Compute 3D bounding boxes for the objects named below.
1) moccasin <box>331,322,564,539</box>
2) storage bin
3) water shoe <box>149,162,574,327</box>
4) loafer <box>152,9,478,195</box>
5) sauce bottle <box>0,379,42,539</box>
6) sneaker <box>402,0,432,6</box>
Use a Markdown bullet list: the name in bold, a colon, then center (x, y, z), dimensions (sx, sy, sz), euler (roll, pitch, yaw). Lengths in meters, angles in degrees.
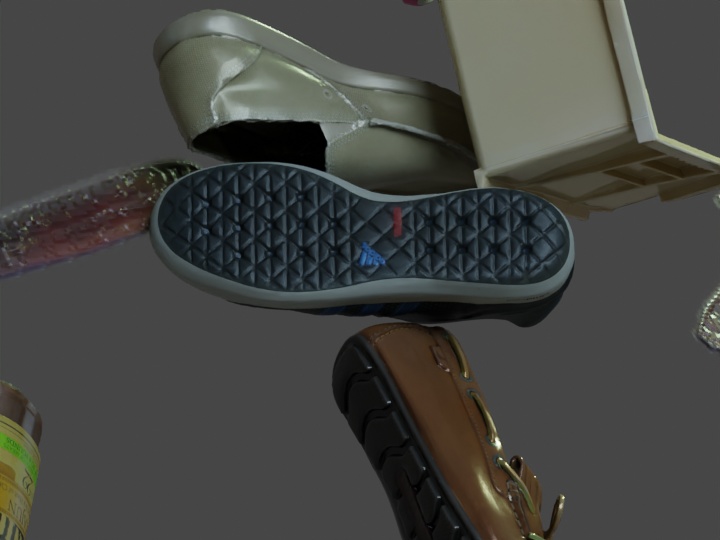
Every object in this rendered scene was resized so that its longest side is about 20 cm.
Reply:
- **moccasin**: center (0.056, 0.111, 1.175), dimensions (0.078, 0.074, 0.201), euler (-8, 51, -28)
- **storage bin**: center (0.109, -0.136, 1.297), dimensions (0.199, 0.094, 0.200), euler (9, 65, -67)
- **water shoe**: center (0.000, 0.000, 1.220), dimensions (0.200, 0.079, 0.072), euler (6, 64, 4)
- **loafer**: center (-0.014, -0.061, 1.259), dimensions (0.200, 0.076, 0.068), euler (19, 58, -25)
- **sauce bottle**: center (-0.168, 0.134, 1.008), dimensions (0.065, 0.065, 0.200), euler (21, 49, -19)
- **sneaker**: center (0.043, -0.229, 1.416), dimensions (0.074, 0.087, 0.200), euler (29, 45, -11)
